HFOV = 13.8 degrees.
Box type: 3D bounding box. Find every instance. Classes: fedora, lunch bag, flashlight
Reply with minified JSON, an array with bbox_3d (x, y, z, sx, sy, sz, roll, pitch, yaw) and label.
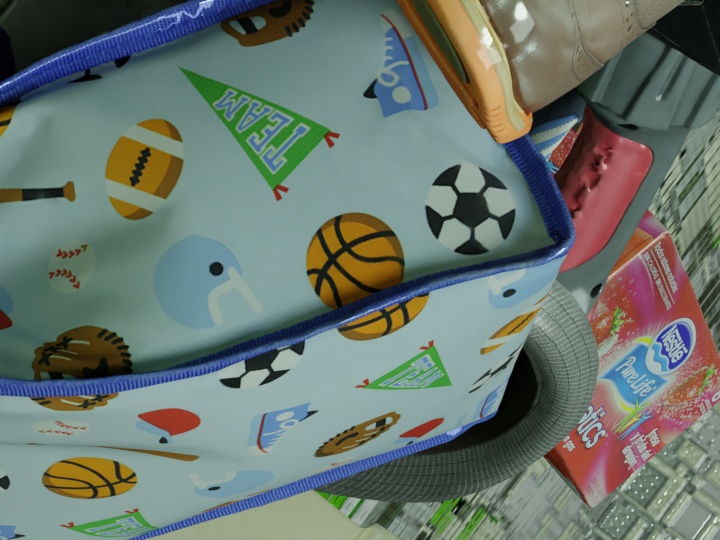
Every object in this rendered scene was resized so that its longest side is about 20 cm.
[{"bbox_3d":[0.000,0.000,1.052,0.200,0.176,0.091,96,3,-63],"label":"fedora"},{"bbox_3d":[-0.060,0.005,0.832,0.199,0.124,0.170,-21,162,-11],"label":"lunch bag"},{"bbox_3d":[0.075,-0.024,1.098,0.068,0.068,0.201,-69,-177,-49],"label":"flashlight"}]

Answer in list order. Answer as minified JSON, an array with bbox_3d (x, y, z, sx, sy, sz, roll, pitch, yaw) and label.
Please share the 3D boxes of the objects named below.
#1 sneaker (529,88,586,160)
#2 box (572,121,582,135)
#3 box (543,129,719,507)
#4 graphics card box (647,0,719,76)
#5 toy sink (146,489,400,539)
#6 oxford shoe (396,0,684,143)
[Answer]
[{"bbox_3d":[0.028,-0.037,1.149,0.147,0.080,0.200,-56,174,-5],"label":"sneaker"},{"bbox_3d":[0.113,-0.081,1.441,0.137,0.040,0.201,-37,160,-52],"label":"box"},{"bbox_3d":[0.093,0.017,1.365,0.095,0.100,0.200,-40,152,-3],"label":"box"},{"bbox_3d":[0.140,-0.166,0.865,0.126,0.051,0.201,-48,-164,50],"label":"graphics card box"},{"bbox_3d":[-0.062,0.130,0.998,0.112,0.200,0.131,-44,164,-34],"label":"toy sink"},{"bbox_3d":[0.048,-0.081,0.710,0.073,0.072,0.200,-30,-175,13],"label":"oxford shoe"}]
